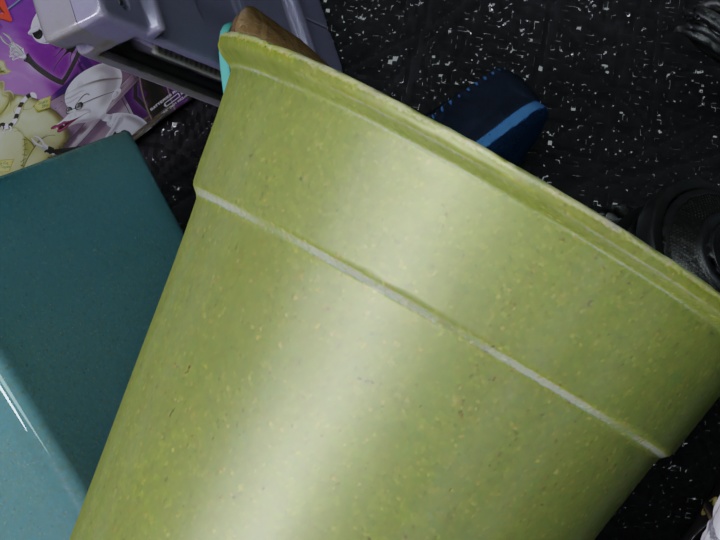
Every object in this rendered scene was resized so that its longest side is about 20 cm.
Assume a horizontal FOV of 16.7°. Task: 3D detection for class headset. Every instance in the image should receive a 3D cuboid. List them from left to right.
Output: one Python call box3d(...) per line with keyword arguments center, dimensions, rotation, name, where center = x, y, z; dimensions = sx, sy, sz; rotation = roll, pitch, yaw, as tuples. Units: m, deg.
box3d(center=(0.102, -0.004, 0.910), dimensions=(0.094, 0.123, 0.200), rotation=(45, 73, -9), name="headset")

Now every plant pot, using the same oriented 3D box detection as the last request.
box3d(center=(-0.112, 0.081, 0.885), dimensions=(0.141, 0.141, 0.200), rotation=(-35, 86, 31), name="plant pot")
box3d(center=(-0.003, 0.057, 0.757), dimensions=(0.199, 0.200, 0.191), rotation=(30, 88, 13), name="plant pot")

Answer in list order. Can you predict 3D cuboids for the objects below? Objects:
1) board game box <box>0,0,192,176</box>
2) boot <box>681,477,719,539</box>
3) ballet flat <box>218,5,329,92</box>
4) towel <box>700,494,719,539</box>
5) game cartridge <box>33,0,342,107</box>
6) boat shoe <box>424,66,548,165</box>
box3d(center=(-0.166, -0.050, 0.957), dimensions=(0.200, 0.120, 0.032), rotation=(-39, 50, -5), name="board game box")
box3d(center=(0.096, 0.113, 0.843), dimensions=(0.150, 0.201, 0.073), rotation=(-1, 36, -16), name="boot")
box3d(center=(0.000, 0.000, 0.881), dimensions=(0.072, 0.068, 0.201), rotation=(-9, 88, 20), name="ballet flat")
box3d(center=(0.191, 0.147, 0.794), dimensions=(0.199, 0.166, 0.086), rotation=(8, 32, -21), name="towel")
box3d(center=(-0.071, -0.128, 0.931), dimensions=(0.038, 0.200, 0.130), rotation=(-20, 75, 22), name="game cartridge")
box3d(center=(-0.019, -0.021, 0.956), dimensions=(0.200, 0.084, 0.069), rotation=(-37, 71, -7), name="boat shoe")
